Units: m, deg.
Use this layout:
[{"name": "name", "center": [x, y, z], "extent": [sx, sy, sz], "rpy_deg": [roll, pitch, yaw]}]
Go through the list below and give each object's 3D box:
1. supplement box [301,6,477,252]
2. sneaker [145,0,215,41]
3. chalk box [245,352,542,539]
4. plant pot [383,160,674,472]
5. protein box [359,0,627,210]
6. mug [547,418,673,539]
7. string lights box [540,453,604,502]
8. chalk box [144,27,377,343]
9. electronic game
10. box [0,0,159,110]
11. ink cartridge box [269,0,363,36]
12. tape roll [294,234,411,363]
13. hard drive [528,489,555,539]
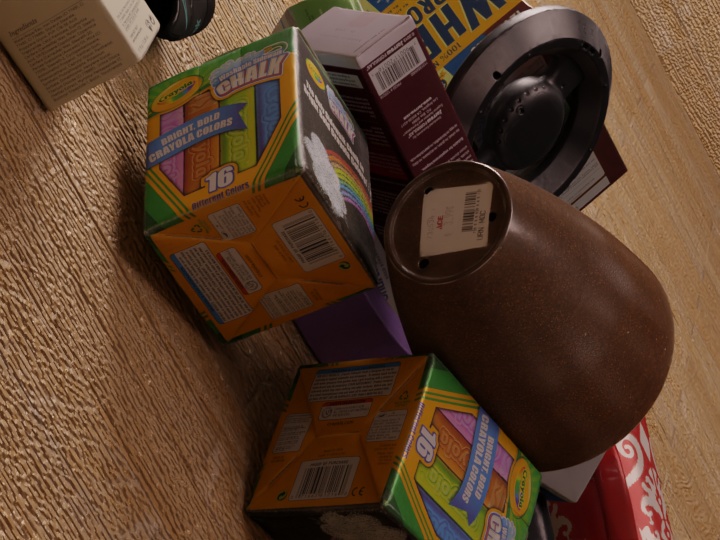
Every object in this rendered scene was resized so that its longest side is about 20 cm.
[{"name": "supplement box", "center": [0.029, -0.097, 1.494], "extent": [0.109, 0.061, 0.201], "rpy_deg": [18, -40, 55]}, {"name": "sneaker", "center": [-0.172, -0.261, 1.463], "extent": [0.201, 0.075, 0.079], "rpy_deg": [59, 23, -13]}, {"name": "chalk box", "center": [0.038, 0.166, 1.362], "extent": [0.200, 0.124, 0.125], "rpy_deg": [48, 48, -37]}, {"name": "plant pot", "center": [0.099, 0.013, 1.360], "extent": [0.200, 0.186, 0.188], "rpy_deg": [48, 25, -51]}, {"name": "protein box", "center": [0.099, -0.153, 1.733], "extent": [0.199, 0.135, 0.200], "rpy_deg": [46, -6, 44]}, {"name": "mug", "center": [0.211, 0.232, 1.776], "extent": [0.177, 0.133, 0.202], "rpy_deg": [20, 53, -60]}, {"name": "string lights box", "center": [0.162, 0.131, 1.611], "extent": [0.059, 0.103, 0.200], "rpy_deg": [31, -6, 2]}, {"name": "chalk box", "center": [-0.071, -0.075, 1.385], "extent": [0.201, 0.123, 0.125], "rpy_deg": [-95, 158, -47]}, {"name": "electronic game", "center": [0.131, -0.121, 1.606], "extent": [0.042, 0.201, 0.200], "rpy_deg": [36, -1, 39]}, {"name": "box", "center": [-0.219, -0.211, 1.276], "extent": [0.201, 0.082, 0.069], "rpy_deg": [58, 21, -20]}, {"name": "ink cartridge box", "center": [-0.035, -0.152, 1.639], "extent": [0.105, 0.059, 0.200], "rpy_deg": [66, -17, 4]}, {"name": "tape roll", "center": [0.000, 0.000, 1.597], "extent": [0.200, 0.065, 0.201], "rpy_deg": [52, 23, -32]}, {"name": "hard drive", "center": [0.143, 0.248, 1.593], "extent": [0.200, 0.042, 0.136], "rpy_deg": [66, 12, -68]}]
